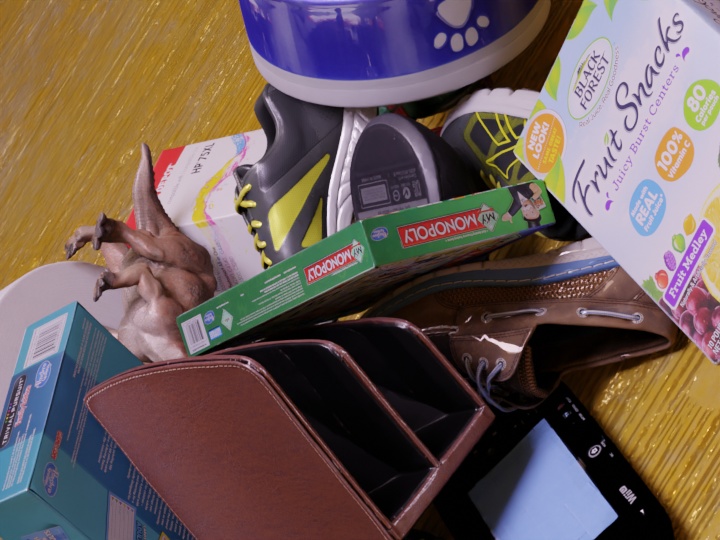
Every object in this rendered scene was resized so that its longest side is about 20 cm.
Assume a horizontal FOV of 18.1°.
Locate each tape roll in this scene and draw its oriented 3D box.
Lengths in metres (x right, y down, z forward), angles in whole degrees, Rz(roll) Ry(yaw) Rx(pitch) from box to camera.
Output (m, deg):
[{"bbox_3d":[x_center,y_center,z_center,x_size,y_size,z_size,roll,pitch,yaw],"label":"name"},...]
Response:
[{"bbox_3d":[-0.180,0.092,1.509,0.037,0.202,0.204,-29,39,41],"label":"tape roll"}]

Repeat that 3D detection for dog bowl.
[{"bbox_3d":[0.019,-0.191,1.453,0.199,0.079,0.200,-10,36,7],"label":"dog bowl"}]

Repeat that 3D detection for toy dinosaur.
[{"bbox_3d":[-0.121,0.021,1.495,0.086,0.135,0.201,130,143,-50],"label":"toy dinosaur"}]

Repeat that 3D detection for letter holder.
[{"bbox_3d":[-0.049,0.076,1.282,0.101,0.142,0.200,-50,19,-30],"label":"letter holder"}]

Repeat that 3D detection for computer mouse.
[{"bbox_3d":[0.043,0.000,1.400,0.138,0.053,0.201,-2,97,53],"label":"computer mouse"}]

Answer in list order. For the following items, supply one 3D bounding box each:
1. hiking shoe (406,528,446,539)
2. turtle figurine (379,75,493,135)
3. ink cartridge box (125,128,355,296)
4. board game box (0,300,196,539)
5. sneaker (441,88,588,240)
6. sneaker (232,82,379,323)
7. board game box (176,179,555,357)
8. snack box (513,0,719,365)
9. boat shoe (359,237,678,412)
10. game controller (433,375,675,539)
[{"bbox_3d":[0.017,0.178,1.264,0.076,0.100,0.200,-57,23,-2],"label":"hiking shoe"},{"bbox_3d":[0.054,-0.163,1.558,0.149,0.101,0.200,26,66,41],"label":"turtle figurine"},{"bbox_3d":[-0.092,-0.039,1.592,0.199,0.067,0.116,-11,31,21],"label":"ink cartridge box"},{"bbox_3d":[-0.136,0.140,1.369,0.047,0.200,0.151,-25,35,29],"label":"board game box"},{"bbox_3d":[0.107,-0.062,1.384,0.200,0.074,0.085,-5,58,56],"label":"sneaker"},{"bbox_3d":[-0.048,-0.029,1.460,0.074,0.084,0.201,141,141,-73],"label":"sneaker"},{"bbox_3d":[0.000,0.000,1.300,0.200,0.134,0.029,-26,79,52],"label":"board game box"},{"bbox_3d":[0.178,-0.064,1.206,0.200,0.053,0.143,51,127,40],"label":"snack box"},{"bbox_3d":[0.085,0.037,1.285,0.199,0.072,0.073,-19,52,17],"label":"boat shoe"},{"bbox_3d":[0.103,0.133,1.244,0.104,0.042,0.200,-52,29,10],"label":"game controller"}]
